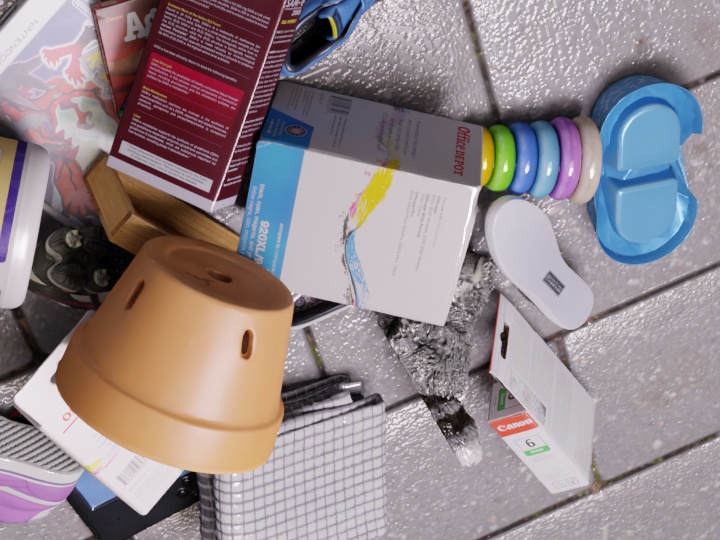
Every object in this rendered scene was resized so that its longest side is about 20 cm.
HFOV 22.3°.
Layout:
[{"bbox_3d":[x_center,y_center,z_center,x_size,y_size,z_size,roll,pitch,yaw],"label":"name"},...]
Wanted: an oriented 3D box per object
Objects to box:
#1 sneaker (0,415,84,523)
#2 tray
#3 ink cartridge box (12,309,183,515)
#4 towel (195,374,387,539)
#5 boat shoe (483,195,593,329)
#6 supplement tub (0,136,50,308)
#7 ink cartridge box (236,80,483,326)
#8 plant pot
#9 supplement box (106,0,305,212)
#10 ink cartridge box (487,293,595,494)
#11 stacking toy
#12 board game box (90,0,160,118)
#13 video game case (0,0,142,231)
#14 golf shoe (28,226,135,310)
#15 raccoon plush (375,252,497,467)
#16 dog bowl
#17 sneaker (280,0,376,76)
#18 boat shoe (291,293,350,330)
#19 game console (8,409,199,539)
[{"bbox_3d":[-0.375,0.187,1.753,0.200,0.073,0.114,26,129,-17],"label":"sneaker"},{"bbox_3d":[-0.159,-0.024,1.669,0.037,0.099,0.200,-45,132,13],"label":"tray"},{"bbox_3d":[-0.238,0.123,1.704,0.117,0.067,0.200,-49,128,-10],"label":"ink cartridge box"},{"bbox_3d":[-0.071,0.206,1.842,0.199,0.085,0.166,-17,117,-31],"label":"towel"},{"bbox_3d":[0.166,-0.010,1.816,0.069,0.057,0.200,-48,134,-8],"label":"boat shoe"},{"bbox_3d":[-0.373,-0.053,1.556,0.199,0.146,0.146,11,115,-11],"label":"supplement tub"},{"bbox_3d":[0.001,-0.062,1.655,0.199,0.147,0.145,13,116,0],"label":"ink cartridge box"},{"bbox_3d":[-0.143,0.063,1.563,0.199,0.200,0.140,16,109,-26],"label":"plant pot"},{"bbox_3d":[-0.131,-0.164,1.562,0.108,0.061,0.201,24,105,12],"label":"supplement box"},{"bbox_3d":[0.172,0.128,1.883,0.050,0.109,0.200,-20,130,31],"label":"ink cartridge box"},{"bbox_3d":[0.127,-0.110,1.759,0.199,0.085,0.086,2,118,-12],"label":"stacking toy"},{"bbox_3d":[-0.132,-0.211,1.618,0.199,0.019,0.103,-19,117,-16],"label":"board game box"},{"bbox_3d":[-0.258,-0.145,1.627,0.182,0.023,0.200,-46,123,10],"label":"video game case"},{"bbox_3d":[-0.229,0.005,1.705,0.088,0.078,0.200,-17,155,41],"label":"golf shoe"},{"bbox_3d":[0.108,0.077,1.826,0.134,0.097,0.201,-30,102,0],"label":"raccoon plush"},{"bbox_3d":[0.278,-0.104,1.825,0.111,0.050,0.201,-11,121,-13],"label":"dog bowl"},{"bbox_3d":[-0.008,-0.244,1.605,0.200,0.078,0.066,-44,121,-4],"label":"sneaker"},{"bbox_3d":[0.000,0.000,1.775,0.199,0.069,0.072,-20,124,-8],"label":"boat shoe"},{"bbox_3d":[-0.227,0.172,1.819,0.176,0.031,0.200,-30,124,-1],"label":"game console"}]
